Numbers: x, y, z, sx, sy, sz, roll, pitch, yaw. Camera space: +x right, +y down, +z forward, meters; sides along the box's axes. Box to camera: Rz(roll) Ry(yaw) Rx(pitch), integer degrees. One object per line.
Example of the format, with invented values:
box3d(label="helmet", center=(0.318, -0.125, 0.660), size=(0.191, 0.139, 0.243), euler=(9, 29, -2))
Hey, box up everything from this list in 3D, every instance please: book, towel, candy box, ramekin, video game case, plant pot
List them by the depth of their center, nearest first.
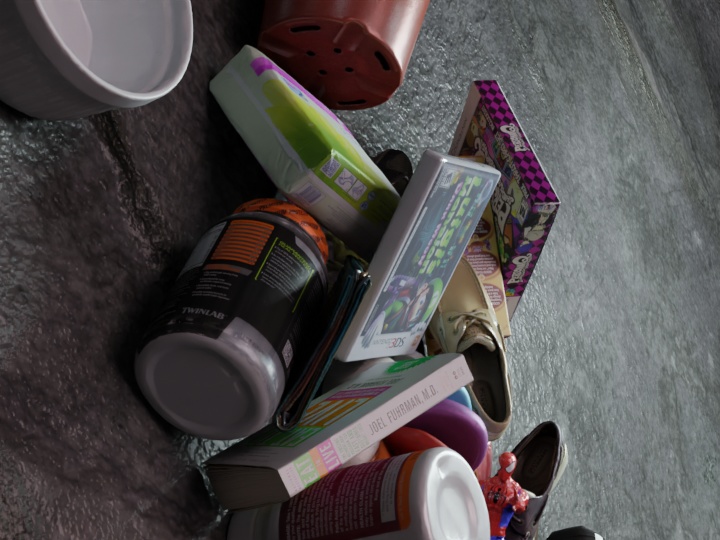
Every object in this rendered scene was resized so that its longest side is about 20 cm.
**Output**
box3d(label="ramekin", center=(-0.233, -0.212, 1.145), size=(0.200, 0.105, 0.201), euler=(35, 46, -47))
box3d(label="book", center=(-0.016, 0.133, 1.228), size=(0.200, 0.133, 0.048), euler=(-29, 97, -32))
box3d(label="towel", center=(-0.034, 0.057, 1.261), size=(0.022, 0.147, 0.200), euler=(27, 4, -5))
box3d(label="video game case", center=(0.054, -0.011, 1.351), size=(0.201, 0.023, 0.182), euler=(-65, 160, 9))
box3d(label="plant pot", center=(-0.013, -0.282, 1.485), size=(0.201, 0.200, 0.196), euler=(43, 50, -42))
box3d(label="candy box", center=(0.103, -0.012, 1.593), size=(0.056, 0.117, 0.201), euler=(-4, 76, -21))
box3d(label="video game case", center=(0.144, -0.076, 1.604), size=(0.036, 0.182, 0.201), euler=(-3, 47, -20))

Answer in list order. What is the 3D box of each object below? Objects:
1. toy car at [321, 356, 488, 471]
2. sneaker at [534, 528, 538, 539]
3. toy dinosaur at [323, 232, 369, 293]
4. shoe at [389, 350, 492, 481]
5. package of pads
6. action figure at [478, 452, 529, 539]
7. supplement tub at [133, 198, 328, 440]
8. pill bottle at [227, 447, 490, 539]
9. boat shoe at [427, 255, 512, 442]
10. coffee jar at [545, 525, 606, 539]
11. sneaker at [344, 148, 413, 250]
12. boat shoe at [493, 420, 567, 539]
box3d(label="toy car", center=(0.046, 0.173, 1.375), size=(0.175, 0.149, 0.200), euler=(57, 33, -26))
box3d(label="sneaker", center=(0.156, 0.337, 1.563), size=(0.076, 0.070, 0.201), euler=(73, 31, -49))
box3d(label="toy dinosaur", center=(0.000, 0.000, 1.421), size=(0.201, 0.101, 0.058), euler=(-66, 153, -22))
box3d(label="shoe", center=(0.080, 0.164, 1.526), size=(0.091, 0.071, 0.201), euler=(-42, 117, -59))
box3d(label="package of pads", center=(-0.043, -0.105, 1.367), size=(0.154, 0.068, 0.200), euler=(38, 12, -44))
box3d(label="action figure", center=(0.121, 0.278, 1.453), size=(0.099, 0.065, 0.201), euler=(28, 75, -71))
box3d(label="supplement tub", center=(-0.099, 0.034, 1.228), size=(0.123, 0.122, 0.200), euler=(58, 33, -25))
box3d(label="pill bottle", center=(-0.004, 0.219, 1.217), size=(0.114, 0.199, 0.115), euler=(34, 48, -49))
box3d(label="boat shoe", center=(0.113, 0.069, 1.473), size=(0.065, 0.072, 0.201), euler=(118, -38, -69))
box3d(label="coffee jar", center=(0.249, 0.397, 1.672), size=(0.104, 0.085, 0.201), euler=(46, 40, -35))
box3d(label="sneaker", center=(0.053, -0.067, 1.549), size=(0.076, 0.114, 0.200), euler=(56, 29, -27))
box3d(label="boat shoe", center=(0.161, 0.243, 1.545), size=(0.200, 0.072, 0.065), euler=(-56, 154, -27))
